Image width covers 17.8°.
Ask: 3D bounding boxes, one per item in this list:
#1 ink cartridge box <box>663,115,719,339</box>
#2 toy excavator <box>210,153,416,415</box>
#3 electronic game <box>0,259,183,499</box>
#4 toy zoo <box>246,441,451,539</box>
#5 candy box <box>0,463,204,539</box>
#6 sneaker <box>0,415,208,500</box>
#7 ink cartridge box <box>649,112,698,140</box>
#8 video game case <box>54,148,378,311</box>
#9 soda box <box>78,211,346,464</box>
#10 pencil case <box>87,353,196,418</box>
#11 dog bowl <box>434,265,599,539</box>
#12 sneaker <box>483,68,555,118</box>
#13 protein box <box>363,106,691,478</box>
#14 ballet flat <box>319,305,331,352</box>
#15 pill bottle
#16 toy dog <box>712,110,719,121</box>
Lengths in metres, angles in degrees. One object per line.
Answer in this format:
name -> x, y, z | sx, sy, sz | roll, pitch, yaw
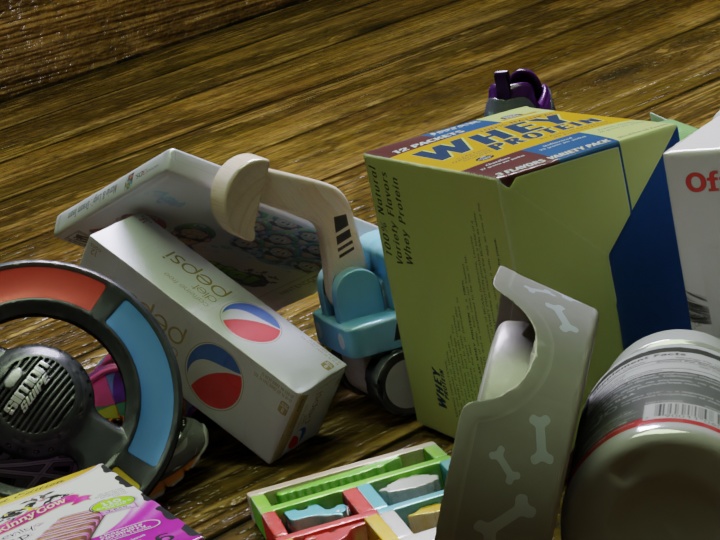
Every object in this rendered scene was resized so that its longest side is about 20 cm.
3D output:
ink cartridge box -> 0.273, 0.008, 1.368 | 0.145, 0.201, 0.084 | -4, 16, 34
toy excavator -> 0.000, 0.000, 1.643 | 0.193, 0.201, 0.100 | -15, 13, -18
electronic game -> -0.218, 0.088, 1.545 | 0.199, 0.201, 0.042 | -15, -17, -12
toy zoo -> 0.011, 0.154, 1.400 | 0.130, 0.021, 0.200 | -15, 13, -10
candy box -> -0.179, 0.183, 1.372 | 0.136, 0.061, 0.200 | -18, 14, -21
sneaker -> -0.203, 0.127, 1.587 | 0.199, 0.078, 0.078 | -13, 12, -7
ink cartridge box -> 0.253, -0.063, 1.886 | 0.059, 0.105, 0.200 | -14, 14, -9
video game case -> -0.102, -0.026, 1.721 | 0.199, 0.024, 0.182 | 21, -25, -28
soda box -> -0.111, 0.046, 1.628 | 0.200, 0.068, 0.064 | 36, 34, 18
pencil case -> -0.152, 0.078, 1.726 | 0.088, 0.089, 0.200 | -9, 16, 14
dog bowl -> 0.080, 0.101, 1.207 | 0.058, 0.201, 0.200 | 12, 17, 5
sneaker -> 0.137, -0.104, 1.708 | 0.074, 0.088, 0.200 | 1, 2, 16
protein box -> 0.119, 0.008, 1.515 | 0.134, 0.200, 0.200 | -17, 14, -22
ballet flat -> -0.002, 0.030, 1.837 | 0.067, 0.067, 0.200 | -25, 13, 8
pill bottle -> 0.171, 0.107, 1.247 | 0.113, 0.115, 0.200 | -10, 13, 12
toy dog -> 0.268, -0.005, 1.522 | 0.131, 0.201, 0.096 | 8, -20, -39
